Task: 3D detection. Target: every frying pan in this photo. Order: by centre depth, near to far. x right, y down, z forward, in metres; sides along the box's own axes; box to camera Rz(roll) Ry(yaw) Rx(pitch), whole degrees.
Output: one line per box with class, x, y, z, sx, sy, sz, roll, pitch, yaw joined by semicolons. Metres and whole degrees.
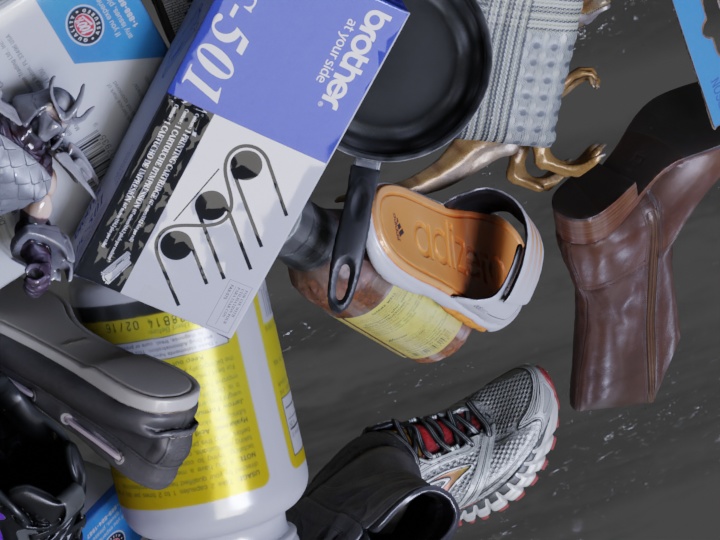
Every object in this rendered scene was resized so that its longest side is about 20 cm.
frying pan;0.022;-0.080;1.123;0.115;0.031;0.190;-11;93;1

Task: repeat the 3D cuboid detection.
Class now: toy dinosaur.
toy dinosaur;0.085;-0.086;1.244;0.106;0.060;0.200;41;92;-13

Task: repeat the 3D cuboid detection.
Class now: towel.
towel;0.039;-0.170;1.151;0.192;0.035;0.200;6;119;-11

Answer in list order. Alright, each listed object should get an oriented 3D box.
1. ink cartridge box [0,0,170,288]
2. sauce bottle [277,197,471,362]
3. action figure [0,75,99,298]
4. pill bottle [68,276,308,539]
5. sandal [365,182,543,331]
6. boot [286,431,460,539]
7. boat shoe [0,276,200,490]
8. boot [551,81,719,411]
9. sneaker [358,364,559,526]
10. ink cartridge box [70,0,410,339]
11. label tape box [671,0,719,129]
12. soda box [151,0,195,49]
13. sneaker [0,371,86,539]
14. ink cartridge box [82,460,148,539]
ink cartridge box;-0.197;-0.080;1.068;0.200;0.084;0.145;-33;130;-6
sauce bottle;0.000;0.000;1.204;0.066;0.066;0.200;-47;147;6
action figure;-0.205;-0.020;1.005;0.200;0.069;0.130;-45;125;1
pill bottle;-0.092;0.088;1.166;0.111;0.111;0.200;-15;98;-19
sandal;0.070;-0.012;1.210;0.059;0.079;0.207;-14;167;26
boot;-0.032;0.185;1.232;0.070;0.132;0.200;40;94;-15
boat shoe;-0.165;0.055;1.095;0.067;0.200;0.057;-8;117;-47
boot;0.203;-0.011;1.343;0.186;0.064;0.200;-31;135;-17
sneaker;0.044;0.129;1.331;0.200;0.078;0.082;-39;128;-2
ink cartridge box;-0.065;-0.071;1.045;0.094;0.044;0.200;24;108;-19
label tape box;0.264;-0.202;1.249;0.200;0.063;0.144;-32;129;-7
soda box;-0.016;-0.180;1.071;0.200;0.071;0.063;-20;103;2
sneaker;-0.177;0.128;1.070;0.070;0.099;0.200;-52;127;-39
ink cartridge box;-0.188;0.231;1.229;0.146;0.084;0.200;-48;139;-39
